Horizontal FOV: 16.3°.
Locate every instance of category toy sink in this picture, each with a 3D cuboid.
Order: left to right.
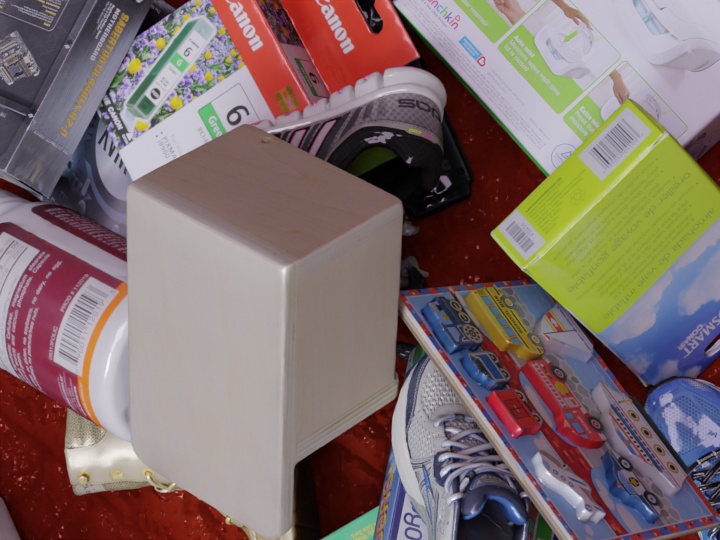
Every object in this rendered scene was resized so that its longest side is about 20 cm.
[{"bbox_3d":[-0.056,0.035,1.513,0.130,0.112,0.201,27,130,33],"label":"toy sink"}]

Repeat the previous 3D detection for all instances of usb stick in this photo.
[{"bbox_3d":[0.016,-0.132,1.685,0.055,0.033,0.201,-23,80,0],"label":"usb stick"}]

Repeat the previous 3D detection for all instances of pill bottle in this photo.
[{"bbox_3d":[-0.188,0.024,1.627,0.200,0.114,0.115,26,89,37],"label":"pill bottle"}]

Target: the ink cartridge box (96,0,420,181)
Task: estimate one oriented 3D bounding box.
[{"bbox_3d":[-0.073,-0.131,1.628,0.200,0.050,0.109,-32,79,19],"label":"ink cartridge box"}]

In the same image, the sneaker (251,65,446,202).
[{"bbox_3d":[-0.031,-0.050,1.574,0.199,0.074,0.088,-26,44,13],"label":"sneaker"}]

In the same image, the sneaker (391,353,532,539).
[{"bbox_3d":[0.070,0.133,1.485,0.077,0.085,0.201,-1,66,-17],"label":"sneaker"}]

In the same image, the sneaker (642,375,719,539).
[{"bbox_3d":[0.245,0.152,1.582,0.078,0.089,0.200,-34,79,4],"label":"sneaker"}]

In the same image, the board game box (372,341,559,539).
[{"bbox_3d":[0.079,0.151,1.550,0.135,0.034,0.201,18,63,-11],"label":"board game box"}]

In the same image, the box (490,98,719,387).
[{"bbox_3d":[0.181,-0.009,1.578,0.122,0.200,0.048,-44,48,5],"label":"box"}]

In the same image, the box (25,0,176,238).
[{"bbox_3d":[-0.168,-0.110,1.710,0.200,0.044,0.160,36,91,12],"label":"box"}]

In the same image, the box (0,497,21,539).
[{"bbox_3d":[-0.310,0.245,1.602,0.199,0.131,0.200,-42,44,9],"label":"box"}]

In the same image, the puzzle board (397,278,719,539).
[{"bbox_3d":[0.122,0.083,1.527,0.017,0.150,0.200,-50,63,32],"label":"puzzle board"}]

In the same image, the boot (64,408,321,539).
[{"bbox_3d":[-0.112,0.141,1.657,0.155,0.073,0.201,-11,80,8],"label":"boot"}]

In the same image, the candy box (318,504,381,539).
[{"bbox_3d":[0.039,0.247,1.564,0.169,0.077,0.201,-27,81,-22],"label":"candy box"}]

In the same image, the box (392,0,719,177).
[{"bbox_3d":[0.154,-0.154,1.629,0.176,0.097,0.200,-43,78,3],"label":"box"}]

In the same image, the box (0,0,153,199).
[{"bbox_3d":[-0.246,-0.152,1.669,0.200,0.048,0.159,22,83,38],"label":"box"}]

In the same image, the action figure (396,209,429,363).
[{"bbox_3d":[0.000,0.000,1.637,0.200,0.102,0.119,37,109,10],"label":"action figure"}]
